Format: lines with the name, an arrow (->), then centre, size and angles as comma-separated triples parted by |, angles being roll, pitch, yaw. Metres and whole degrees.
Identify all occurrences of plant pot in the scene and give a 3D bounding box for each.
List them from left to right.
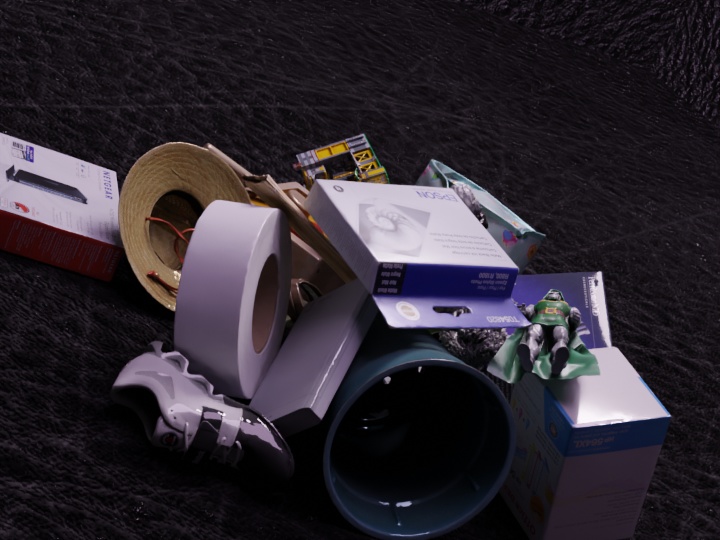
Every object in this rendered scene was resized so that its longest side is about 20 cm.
plant pot -> 0.035, 0.143, 1.493 | 0.198, 0.202, 0.196 | 18, 16, -22

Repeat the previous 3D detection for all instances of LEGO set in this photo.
LEGO set -> -0.022, -0.077, 1.915 | 0.115, 0.201, 0.155 | -18, 49, -6

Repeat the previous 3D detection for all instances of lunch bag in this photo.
lunch bag -> 0.126, -0.037, 1.989 | 0.200, 0.171, 0.122 | 38, 17, 26

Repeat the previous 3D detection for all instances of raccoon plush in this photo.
raccoon plush -> 0.111, 0.016, 1.610 | 0.134, 0.096, 0.202 | -63, 132, -73

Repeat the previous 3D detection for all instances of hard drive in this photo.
hard drive -> -0.050, 0.092, 1.470 | 0.026, 0.131, 0.201 | 45, 46, -18

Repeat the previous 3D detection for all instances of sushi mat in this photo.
sushi mat -> -0.048, -0.033, 1.553 | 0.200, 0.012, 0.096 | 45, -12, -20

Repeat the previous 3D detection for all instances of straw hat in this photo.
straw hat -> -0.223, -0.042, 1.684 | 0.199, 0.204, 0.085 | 10, -16, -36

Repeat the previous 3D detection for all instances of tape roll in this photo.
tape roll -> -0.130, 0.031, 1.499 | 0.070, 0.205, 0.203 | 8, 20, 11

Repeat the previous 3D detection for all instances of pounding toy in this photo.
pounding toy -> -0.101, -0.051, 1.796 | 0.199, 0.143, 0.184 | 37, 24, 22

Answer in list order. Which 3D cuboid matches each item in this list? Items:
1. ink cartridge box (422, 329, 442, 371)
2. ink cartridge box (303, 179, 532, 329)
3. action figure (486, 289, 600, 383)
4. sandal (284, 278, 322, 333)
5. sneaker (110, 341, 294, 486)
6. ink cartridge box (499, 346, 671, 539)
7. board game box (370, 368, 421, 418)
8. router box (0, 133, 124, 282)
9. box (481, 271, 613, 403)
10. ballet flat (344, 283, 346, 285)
ink cartridge box -> 0.176, 0.113, 1.868 | 0.198, 0.077, 0.148 | -10, 27, 0
ink cartridge box -> 0.066, -0.019, 1.498 | 0.198, 0.041, 0.201 | 1, 39, -38
action figure -> 0.205, 0.065, 1.565 | 0.117, 0.055, 0.200 | 6, 18, 8
sandal -> -0.064, 0.043, 1.657 | 0.200, 0.058, 0.080 | 31, 28, 6
sneaker -> -0.159, 0.158, 1.394 | 0.199, 0.075, 0.088 | 33, 39, 13
ink cartridge box -> 0.236, 0.206, 1.580 | 0.124, 0.202, 0.129 | -4, 33, -22
board game box -> 0.010, 0.105, 1.726 | 0.125, 0.035, 0.200 | 28, 23, 2
router box -> -0.371, -0.080, 1.674 | 0.178, 0.049, 0.201 | 18, 24, -23
box -> 0.203, 0.091, 1.733 | 0.197, 0.105, 0.149 | -4, 45, 4
ballet flat -> 0.000, 0.000, 1.703 | 0.072, 0.071, 0.202 | -22, 90, -62
